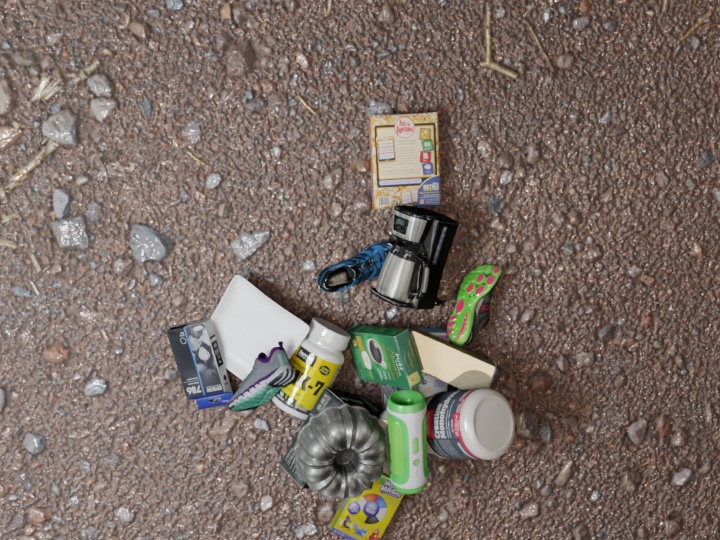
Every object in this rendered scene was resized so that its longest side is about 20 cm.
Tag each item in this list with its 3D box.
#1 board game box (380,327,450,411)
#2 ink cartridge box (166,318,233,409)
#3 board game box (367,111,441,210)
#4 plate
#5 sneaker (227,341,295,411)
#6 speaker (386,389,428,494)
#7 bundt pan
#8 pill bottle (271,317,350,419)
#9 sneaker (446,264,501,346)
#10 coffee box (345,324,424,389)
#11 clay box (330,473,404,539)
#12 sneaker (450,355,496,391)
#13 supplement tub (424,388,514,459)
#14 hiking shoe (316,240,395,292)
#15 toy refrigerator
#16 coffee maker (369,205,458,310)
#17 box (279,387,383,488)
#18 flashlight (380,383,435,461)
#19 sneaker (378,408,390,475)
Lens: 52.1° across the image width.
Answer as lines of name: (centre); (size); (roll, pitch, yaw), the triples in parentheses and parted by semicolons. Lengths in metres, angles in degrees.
board game box: (0.125, 0.233, 1.674); (0.151, 0.040, 0.203); (2, 98, -6)
ink cartridge box: (-0.348, 0.212, 1.610); (0.098, 0.039, 0.202); (-13, 100, 16)
board game box: (0.096, -0.237, 1.600); (0.149, 0.046, 0.203); (-3, 99, -5)
plate: (-0.233, 0.140, 1.601); (0.199, 0.032, 0.201); (34, 108, 3)
sneaker: (-0.216, 0.231, 1.581); (0.199, 0.074, 0.088); (-35, 57, 29)
speaker: (0.097, 0.353, 1.519); (0.087, 0.089, 0.203); (-5, 107, -5)
bundt pan: (-0.033, 0.380, 1.497); (0.199, 0.076, 0.205); (-4, 106, -15)
pill bottle: (-0.105, 0.213, 1.612); (0.113, 0.114, 0.202); (25, 95, -9)
sneaker: (0.258, 0.077, 1.658); (0.084, 0.076, 0.202); (36, 81, -52)
coffee box: (0.049, 0.183, 1.583); (0.044, 0.199, 0.124); (-23, 100, -30)
clay box: (0.026, 0.532, 1.705); (0.114, 0.048, 0.202); (26, 96, -9)
sneaker: (0.239, 0.289, 1.677); (0.079, 0.078, 0.202); (20, 85, -13)
supplement tub: (0.211, 0.322, 1.544); (0.139, 0.199, 0.142); (8, 75, -32)
hiking shoe: (0.000, 0.000, 1.604); (0.198, 0.087, 0.075); (-28, 100, -1)
toy refrigerator: (0.188, 0.198, 1.608); (0.198, 0.070, 0.077); (23, 95, 3)
coffee maker: (0.126, -0.030, 1.581); (0.134, 0.191, 0.202); (22, 102, 26)
box: (-0.055, 0.371, 1.611); (0.163, 0.086, 0.201); (27, 96, -52)
flashlight: (0.108, 0.327, 1.634); (0.067, 0.068, 0.202); (-24, 100, 23)
sneaker: (0.078, 0.381, 1.609); (0.078, 0.099, 0.202); (-42, 144, -33)
